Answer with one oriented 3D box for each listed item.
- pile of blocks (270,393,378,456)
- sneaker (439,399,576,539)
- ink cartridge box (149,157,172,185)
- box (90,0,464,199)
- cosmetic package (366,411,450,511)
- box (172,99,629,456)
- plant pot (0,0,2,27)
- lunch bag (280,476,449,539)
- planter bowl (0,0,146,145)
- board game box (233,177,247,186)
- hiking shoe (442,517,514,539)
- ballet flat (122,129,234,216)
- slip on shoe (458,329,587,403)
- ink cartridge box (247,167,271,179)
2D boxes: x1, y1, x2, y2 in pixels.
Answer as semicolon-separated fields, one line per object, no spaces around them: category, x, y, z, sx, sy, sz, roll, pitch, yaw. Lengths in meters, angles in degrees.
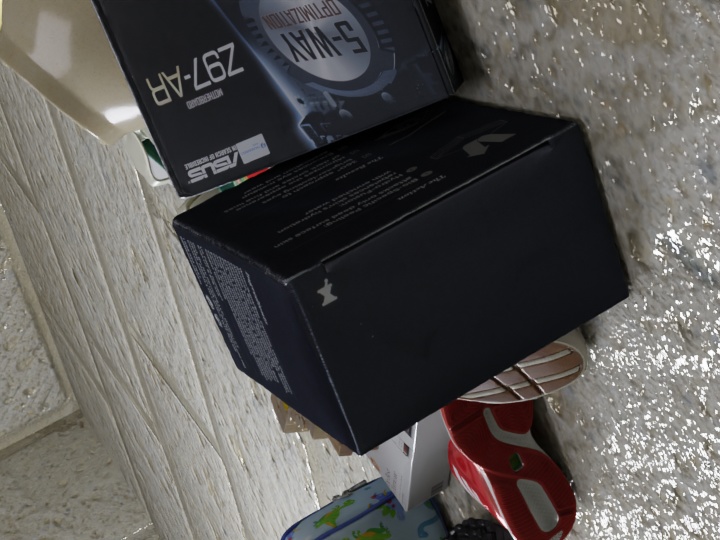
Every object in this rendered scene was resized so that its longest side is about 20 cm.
pile of blocks;-0.018;0.101;1.212;0.200;0.061;0.083;-178;85;-69
sneaker;0.080;0.109;1.072;0.115;0.078;0.202;14;128;65
ink cartridge box;-0.142;-0.134;1.293;0.175;0.045;0.201;31;151;29
box;-0.055;-0.153;0.910;0.044;0.198;0.162;-55;-56;-68
cosmetic package;0.040;0.124;1.243;0.083;0.050;0.201;54;160;29
box;0.019;-0.009;0.880;0.200;0.195;0.118;24;138;63
plant pot;-0.290;-0.325;1.255;0.201;0.192;0.197;74;-177;-49
lunch bag;0.019;0.307;1.375;0.202;0.160;0.082;66;162;-12
planter bowl;-0.197;-0.184;1.113;0.200;0.135;0.200;41;-179;-1
board game box;-0.046;-0.060;1.167;0.104;0.023;0.202;-16;103;27
hiking shoe;0.106;0.279;1.263;0.100;0.076;0.200;28;147;-12
ballet flat;-0.147;-0.082;1.244;0.200;0.070;0.067;48;151;-7
slip on shoe;0.053;0.050;0.962;0.076;0.198;0.061;55;-146;-40
ink cartridge box;-0.038;-0.130;1.001;0.202;0.115;0.067;67;162;-12
